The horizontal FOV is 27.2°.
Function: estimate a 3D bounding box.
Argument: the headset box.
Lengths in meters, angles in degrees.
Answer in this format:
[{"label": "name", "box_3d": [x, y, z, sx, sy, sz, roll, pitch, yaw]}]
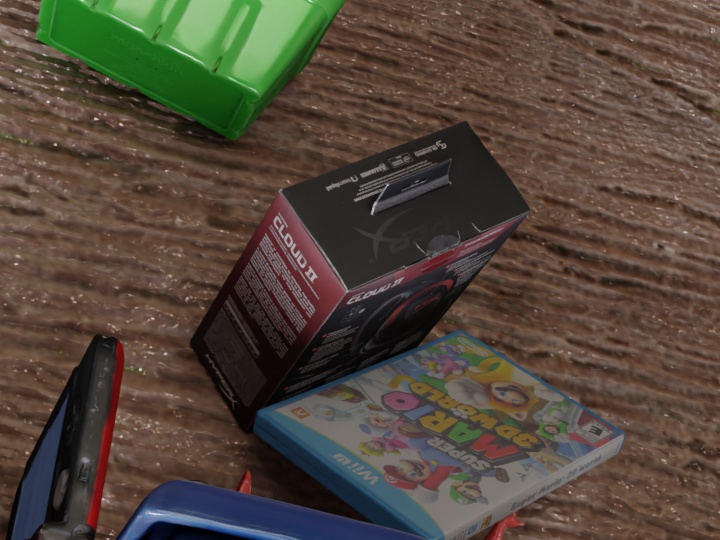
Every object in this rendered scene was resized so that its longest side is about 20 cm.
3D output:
[{"label": "headset box", "box_3d": [0.000, 0.000, 0.904, 0.148, 0.200, 0.075, -24, 71, -34]}]

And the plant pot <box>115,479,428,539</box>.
[{"label": "plant pot", "box_3d": [-0.055, 0.224, 0.737, 0.199, 0.200, 0.180, 16, 48, -17]}]

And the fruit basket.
[{"label": "fruit basket", "box_3d": [-0.110, -0.218, 1.043, 0.215, 0.156, 0.216, 4, 73, -15]}]

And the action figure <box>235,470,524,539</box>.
[{"label": "action figure", "box_3d": [0.020, 0.159, 0.895, 0.200, 0.065, 0.099, 27, 55, -6]}]

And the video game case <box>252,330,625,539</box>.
[{"label": "video game case", "box_3d": [0.052, 0.100, 0.918, 0.143, 0.018, 0.200, 33, 33, 31]}]

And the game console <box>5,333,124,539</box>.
[{"label": "game console", "box_3d": [-0.203, 0.133, 0.718, 0.118, 0.200, 0.173, 16, 54, -17]}]
